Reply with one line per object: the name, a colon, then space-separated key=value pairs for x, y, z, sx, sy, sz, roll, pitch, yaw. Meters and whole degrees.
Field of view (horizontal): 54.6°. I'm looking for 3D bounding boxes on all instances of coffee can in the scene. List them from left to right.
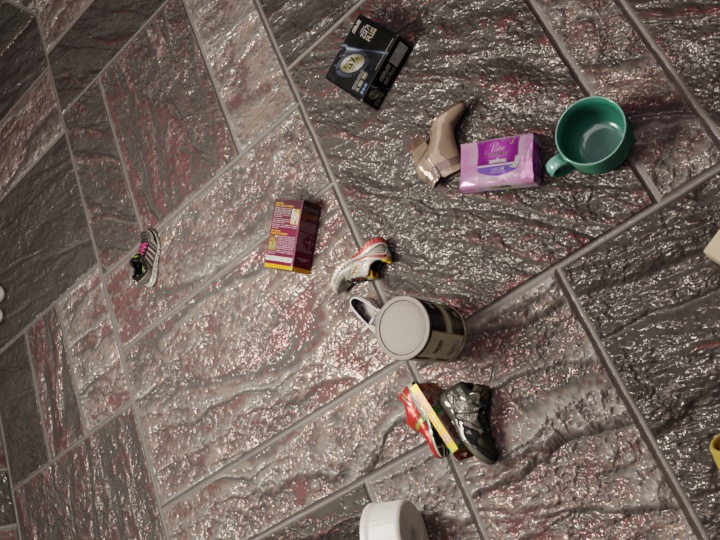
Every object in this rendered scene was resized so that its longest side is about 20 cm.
coffee can: x=0.146 y=0.143 z=1.659 sx=0.145 sy=0.199 sz=0.149 roll=-6 pitch=78 yaw=32

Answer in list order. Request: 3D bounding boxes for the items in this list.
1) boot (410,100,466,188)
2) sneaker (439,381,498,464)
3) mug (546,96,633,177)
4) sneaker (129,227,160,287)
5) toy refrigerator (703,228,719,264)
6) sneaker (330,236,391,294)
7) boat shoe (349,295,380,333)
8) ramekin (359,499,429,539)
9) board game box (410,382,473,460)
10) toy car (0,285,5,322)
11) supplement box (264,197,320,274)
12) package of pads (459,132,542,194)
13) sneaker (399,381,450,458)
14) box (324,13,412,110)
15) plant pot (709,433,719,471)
boot: x=0.219 y=-0.312 z=1.774 sx=0.199 sy=0.070 sz=0.147 roll=-38 pitch=69 yaw=24
sneaker: x=0.273 y=0.341 z=1.615 sx=0.114 sy=0.076 sz=0.201 roll=-47 pitch=55 yaw=26
mug: x=0.505 y=-0.288 z=1.541 sx=0.183 sy=0.114 sz=0.155 roll=-6 pitch=79 yaw=34
sneaker: x=-0.730 y=-0.048 z=2.349 sx=0.073 sy=0.087 sz=0.203 roll=-7 pitch=78 yaw=32
toy refrigerator: x=0.771 y=-0.004 z=1.338 sx=0.200 sy=0.076 sz=0.070 roll=42 pitch=105 yaw=32
sneaker: x=0.000 y=0.000 z=1.856 sx=0.200 sy=0.077 sz=0.083 roll=-41 pitch=63 yaw=22
boat shoe: x=0.047 y=0.132 z=1.807 sx=0.072 sy=0.068 sz=0.200 roll=-51 pitch=59 yaw=16
ramekin: x=0.087 y=0.635 z=1.624 sx=0.097 sy=0.200 sz=0.203 roll=-21 pitch=71 yaw=21
board game box: x=0.199 y=0.353 z=1.650 sx=0.030 sy=0.095 sz=0.201 roll=-43 pitch=62 yaw=23
toy car: x=-1.550 y=0.139 z=2.829 sx=0.173 sy=0.149 sz=0.203 roll=-6 pitch=79 yaw=30
supplement box: x=-0.194 y=-0.098 z=1.997 sx=0.109 sy=0.085 sz=0.203 roll=8 pitch=87 yaw=35
package of pads: x=0.334 y=-0.255 z=1.674 sx=0.198 sy=0.075 sz=0.123 roll=-3 pitch=82 yaw=33
sneaker: x=0.156 y=0.371 z=1.702 sx=0.085 sy=0.076 sz=0.202 roll=-47 pitch=53 yaw=31
box: x=0.021 y=-0.575 z=1.932 sx=0.163 sy=0.086 sz=0.202 roll=40 pitch=104 yaw=33
plant pot: x=0.752 y=0.371 z=1.229 sx=0.199 sy=0.200 sz=0.191 roll=-24 pitch=84 yaw=28
